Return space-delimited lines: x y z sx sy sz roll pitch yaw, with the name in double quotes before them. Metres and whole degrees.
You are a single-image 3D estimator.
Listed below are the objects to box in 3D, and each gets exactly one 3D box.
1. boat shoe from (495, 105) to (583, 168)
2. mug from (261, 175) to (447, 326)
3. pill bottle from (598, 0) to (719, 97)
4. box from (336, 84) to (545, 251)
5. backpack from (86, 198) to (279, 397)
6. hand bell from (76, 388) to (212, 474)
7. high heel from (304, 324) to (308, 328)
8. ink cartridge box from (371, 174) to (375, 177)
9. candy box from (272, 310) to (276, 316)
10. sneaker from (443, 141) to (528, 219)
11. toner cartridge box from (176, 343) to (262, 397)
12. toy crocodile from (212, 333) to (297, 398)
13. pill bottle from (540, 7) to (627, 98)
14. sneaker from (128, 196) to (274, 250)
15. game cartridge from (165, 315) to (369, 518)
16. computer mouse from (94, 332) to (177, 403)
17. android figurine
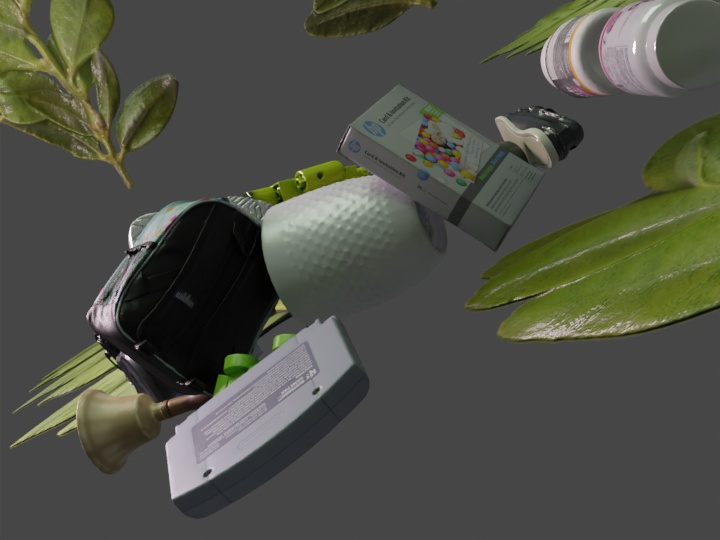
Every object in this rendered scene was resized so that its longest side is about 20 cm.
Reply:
"boat shoe" 0.227 -0.176 1.411 0.066 0.075 0.199 -32 10 -2
"mug" 0.008 -0.041 1.275 0.175 0.148 0.200 -19 14 22
"pill bottle" 0.350 -0.254 1.268 0.113 0.114 0.200 -34 10 3
"box" 0.092 -0.117 1.224 0.041 0.200 0.156 -63 -8 33
"backpack" -0.187 0.023 1.247 0.150 0.177 0.200 2 57 57
"hand bell" -0.217 0.160 1.299 0.199 0.104 0.104 -18 14 15
"high heel" 0.000 0.000 1.415 0.199 0.143 0.071 -1 4 -32
"ink cartridge box" 0.055 -0.102 1.588 0.200 0.085 0.145 -34 10 11
"candy box" -0.177 0.052 1.491 0.116 0.057 0.200 -16 2 -2
"sneaker" 0.109 -0.098 1.415 0.199 0.076 0.114 -16 14 46
"toner cartridge box" -0.212 0.127 1.492 0.095 0.043 0.200 -40 11 -26
"toy crocodile" -0.087 0.113 1.123 0.200 0.062 0.068 -22 55 42
"pill bottle" 0.324 -0.301 1.564 0.116 0.117 0.200 -34 9 -1
"sneaker" -0.181 -0.026 1.391 0.198 0.080 0.130 -12 -20 -7
"game cartridge" -0.084 0.130 0.991 0.200 0.041 0.133 -37 21 4
"computer mouse" -0.272 0.122 1.429 0.053 0.139 0.200 -37 10 -19
"android figurine" -0.081 -0.108 1.539 0.199 0.041 0.182 -18 -2 -29
